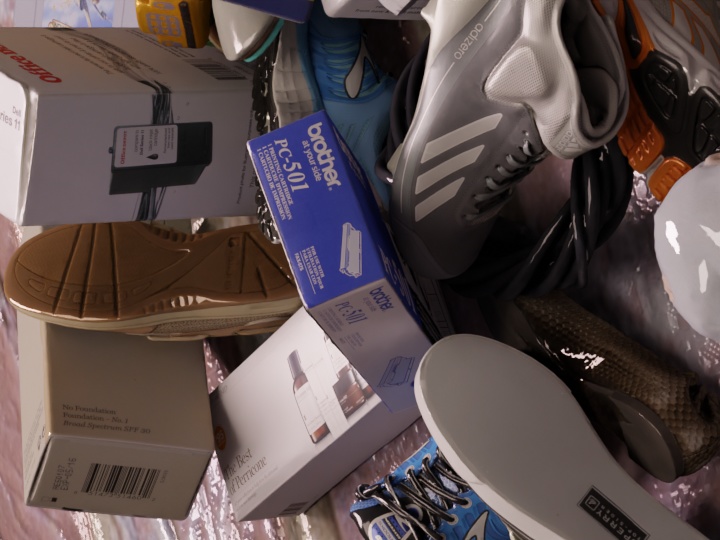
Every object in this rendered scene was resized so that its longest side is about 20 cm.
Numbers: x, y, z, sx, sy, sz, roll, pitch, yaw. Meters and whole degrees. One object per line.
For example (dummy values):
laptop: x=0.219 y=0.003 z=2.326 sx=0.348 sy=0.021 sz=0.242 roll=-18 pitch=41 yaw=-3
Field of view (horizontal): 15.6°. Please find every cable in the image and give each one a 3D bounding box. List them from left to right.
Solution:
cable: x=0.070 y=-0.067 z=1.328 sx=0.163 sy=0.051 sz=0.200 roll=-45 pitch=47 yaw=30

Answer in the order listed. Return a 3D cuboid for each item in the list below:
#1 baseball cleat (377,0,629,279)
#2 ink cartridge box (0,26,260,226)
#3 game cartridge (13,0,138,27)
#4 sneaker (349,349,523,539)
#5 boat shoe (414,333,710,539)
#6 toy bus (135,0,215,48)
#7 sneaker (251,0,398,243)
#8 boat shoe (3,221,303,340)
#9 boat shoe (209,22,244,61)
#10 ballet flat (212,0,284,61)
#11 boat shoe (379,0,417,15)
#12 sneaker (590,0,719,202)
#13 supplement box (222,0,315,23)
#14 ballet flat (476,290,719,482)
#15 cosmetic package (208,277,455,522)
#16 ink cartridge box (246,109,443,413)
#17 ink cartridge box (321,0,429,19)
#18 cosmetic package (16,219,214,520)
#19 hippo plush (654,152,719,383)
baseball cleat: x=0.067 y=-0.059 z=1.227 sx=0.106 sy=0.070 sz=0.200 roll=33 pitch=139 yaw=28
ink cartridge box: x=-0.142 y=-0.088 z=1.541 sx=0.147 sy=0.200 sz=0.083 roll=31 pitch=117 yaw=51
game cartridge: x=-0.169 y=-0.191 z=1.718 sx=0.200 sy=0.041 sz=0.133 roll=27 pitch=110 yaw=51
sneaker: x=0.050 y=0.123 z=1.361 sx=0.079 sy=0.089 sz=0.200 roll=51 pitch=138 yaw=28
boat shoe: x=0.097 y=0.117 z=1.273 sx=0.200 sy=0.071 sz=0.064 roll=46 pitch=152 yaw=8
toy bus: x=-0.106 y=-0.231 z=1.515 sx=0.065 sy=0.078 sz=0.200 roll=87 pitch=-168 yaw=-67
sneaker: x=-0.011 y=-0.097 z=1.465 sx=0.078 sy=0.090 sz=0.200 roll=116 pitch=158 yaw=-56
boat shoe: x=-0.111 y=0.014 z=1.535 sx=0.200 sy=0.065 sz=0.071 roll=1 pitch=61 yaw=17
boat shoe: x=-0.086 y=-0.207 z=1.581 sx=0.072 sy=0.072 sz=0.200 roll=89 pitch=162 yaw=-67
ballet flat: x=-0.058 y=-0.200 z=1.450 sx=0.067 sy=0.064 sz=0.200 roll=-31 pitch=32 yaw=45
boat shoe: x=0.048 y=-0.191 z=1.244 sx=0.057 sy=0.069 sz=0.200 roll=47 pitch=141 yaw=-1
sneaker: x=0.151 y=-0.105 z=1.233 sx=0.200 sy=0.092 sz=0.076 roll=51 pitch=142 yaw=8
supplement box: x=-0.047 y=-0.243 z=1.292 sx=0.109 sy=0.109 sz=0.200 roll=-87 pitch=14 yaw=-62
ballet flat: x=0.119 y=0.044 z=1.317 sx=0.200 sy=0.046 sz=0.067 roll=38 pitch=154 yaw=54
cosmetic package: x=-0.019 y=0.068 z=1.507 sx=0.200 sy=0.051 sz=0.083 roll=-44 pitch=57 yaw=47
ink cartridge box: x=0.000 y=0.000 z=1.323 sx=0.200 sy=0.044 sz=0.094 roll=53 pitch=-164 yaw=-69
ink cartridge box: x=0.043 y=-0.242 z=1.364 sx=0.200 sy=0.084 sz=0.145 roll=-41 pitch=60 yaw=48
cosmetic package: x=-0.152 y=0.050 z=1.597 sx=0.073 sy=0.103 sz=0.200 roll=115 pitch=155 yaw=-44
hippo plush: x=0.202 y=0.025 z=1.085 sx=0.200 sy=0.161 sz=0.160 roll=46 pitch=128 yaw=44
